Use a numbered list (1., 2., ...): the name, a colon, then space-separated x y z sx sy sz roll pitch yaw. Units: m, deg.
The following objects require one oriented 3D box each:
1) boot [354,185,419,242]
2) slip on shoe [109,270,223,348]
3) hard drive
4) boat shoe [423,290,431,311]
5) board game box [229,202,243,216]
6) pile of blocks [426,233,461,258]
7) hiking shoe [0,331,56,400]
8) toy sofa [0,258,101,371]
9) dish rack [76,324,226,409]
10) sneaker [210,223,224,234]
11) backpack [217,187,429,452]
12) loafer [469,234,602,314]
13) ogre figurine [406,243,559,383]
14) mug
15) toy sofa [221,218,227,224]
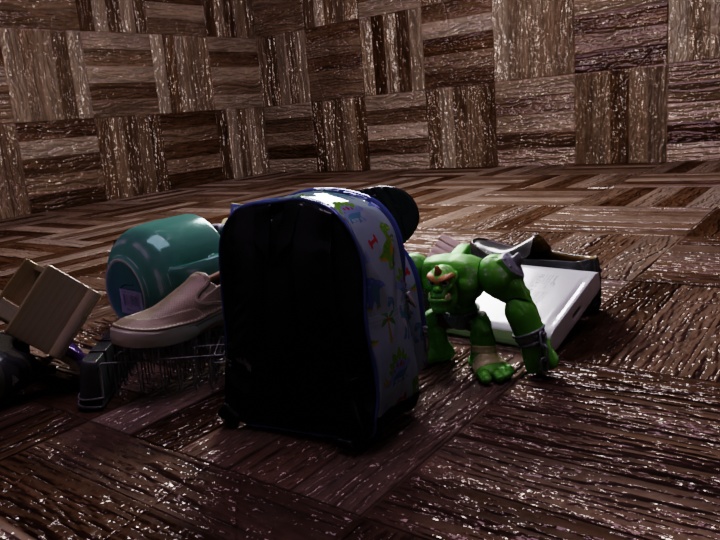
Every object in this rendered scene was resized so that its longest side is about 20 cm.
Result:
1. boot: -0.011 -0.030 0.773 0.196 0.074 0.162 -30 -3 17
2. slip on shoe: -0.177 0.032 0.744 0.198 0.062 0.075 -14 17 -42
3. hard drive: 0.167 0.035 0.830 0.198 0.027 0.132 6 36 43
4. boat shoe: -0.001 0.060 0.788 0.196 0.074 0.063 -13 21 -10
5. board game box: -0.092 -0.069 1.086 0.196 0.046 0.134 8 4 5
6. pile of blocks: 0.189 0.006 0.996 0.196 0.083 0.062 7 -29 9
7. hiking shoe: -0.427 0.105 0.774 0.198 0.077 0.100 13 9 36
8. toy sofa: -0.356 0.047 0.801 0.097 0.084 0.199 37 -17 -28
9. dish rack: -0.195 0.090 0.757 0.196 0.056 0.154 -4 14 -4
10. sneaker: -0.132 -0.026 0.981 0.197 0.076 0.087 19 29 25
11. backpack: -0.034 0.029 0.618 0.180 0.204 0.146 2 14 32
12. loafer: 0.225 -0.014 0.900 0.198 0.074 0.072 23 33 37
13. ogre figurine: 0.094 0.040 0.704 0.097 0.122 0.198 -16 16 -41
14. mug: -0.242 0.004 0.866 0.114 0.186 0.153 -21 65 -47
15. toy sofa: -0.159 -0.037 1.250 0.196 0.099 0.084 -2 41 13
